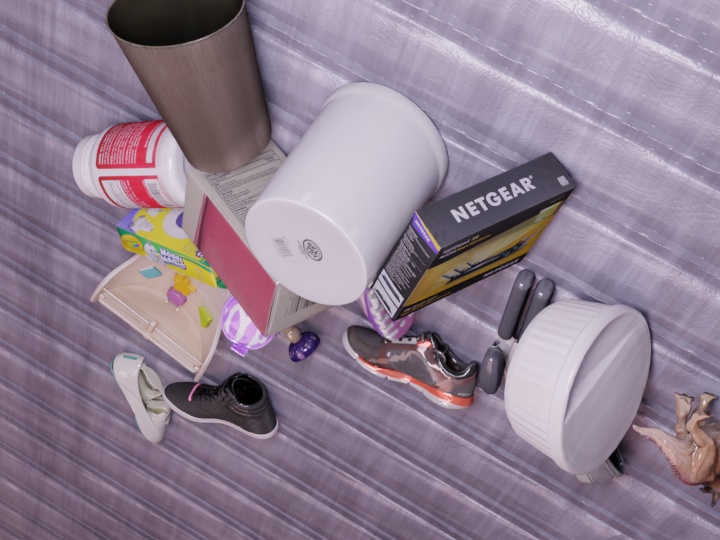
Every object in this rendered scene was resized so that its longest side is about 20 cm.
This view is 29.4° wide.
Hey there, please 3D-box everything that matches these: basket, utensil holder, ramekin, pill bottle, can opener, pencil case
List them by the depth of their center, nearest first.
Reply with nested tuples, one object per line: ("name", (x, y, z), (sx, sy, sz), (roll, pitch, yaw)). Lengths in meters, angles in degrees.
("utensil holder", (-0.015, -0.085, 1.557), (0.168, 0.201, 0.171), (20, 142, 17))
("basket", (-0.183, -0.225, 1.598), (0.179, 0.137, 0.201), (13, 142, 30))
("ramekin", (0.249, 0.126, 1.598), (0.094, 0.202, 0.204), (22, 144, 35))
("can opener", (0.189, 0.085, 1.698), (0.053, 0.067, 0.201), (25, 143, 11))
("pill bottle", (-0.277, -0.137, 1.782), (0.198, 0.113, 0.113), (2, 133, 37))
("pencil case", (-0.121, 0.039, 1.791), (0.083, 0.200, 0.086), (32, 108, 4))

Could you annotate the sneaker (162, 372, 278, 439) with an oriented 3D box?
("sneaker", (-0.222, 0.192, 2.152), (0.198, 0.071, 0.100), (16, 139, 15))

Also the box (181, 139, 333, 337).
("box", (-0.113, -0.041, 1.679), (0.200, 0.127, 0.110), (50, 146, 26))

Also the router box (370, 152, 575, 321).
("router box", (0.122, -0.036, 1.504), (0.052, 0.199, 0.158), (55, 149, 18))

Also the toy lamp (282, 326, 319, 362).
("toy lamp", (-0.134, 0.041, 1.916), (0.058, 0.058, 0.201), (-14, 122, 46))

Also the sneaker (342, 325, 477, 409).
("sneaker", (0.072, 0.107, 1.835), (0.198, 0.077, 0.083), (25, 116, 12))

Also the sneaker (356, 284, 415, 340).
("sneaker", (0.000, 0.000, 1.752), (0.088, 0.081, 0.201), (-3, 124, 46))

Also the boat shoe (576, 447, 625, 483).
("boat shoe", (0.291, 0.191, 1.748), (0.071, 0.070, 0.202), (-9, 127, 22))

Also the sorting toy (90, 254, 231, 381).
("sorting toy", (-0.261, 0.029, 1.979), (0.199, 0.107, 0.180), (37, 137, -3))

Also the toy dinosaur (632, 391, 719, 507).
("toy dinosaur", (0.405, 0.221, 1.612), (0.086, 0.198, 0.137), (26, 110, 53))

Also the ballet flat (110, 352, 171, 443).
("ballet flat", (-0.352, 0.216, 2.291), (0.069, 0.070, 0.201), (8, 135, 32))

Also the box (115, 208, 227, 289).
("box", (-0.211, -0.049, 1.805), (0.198, 0.117, 0.049), (22, 144, 29))
